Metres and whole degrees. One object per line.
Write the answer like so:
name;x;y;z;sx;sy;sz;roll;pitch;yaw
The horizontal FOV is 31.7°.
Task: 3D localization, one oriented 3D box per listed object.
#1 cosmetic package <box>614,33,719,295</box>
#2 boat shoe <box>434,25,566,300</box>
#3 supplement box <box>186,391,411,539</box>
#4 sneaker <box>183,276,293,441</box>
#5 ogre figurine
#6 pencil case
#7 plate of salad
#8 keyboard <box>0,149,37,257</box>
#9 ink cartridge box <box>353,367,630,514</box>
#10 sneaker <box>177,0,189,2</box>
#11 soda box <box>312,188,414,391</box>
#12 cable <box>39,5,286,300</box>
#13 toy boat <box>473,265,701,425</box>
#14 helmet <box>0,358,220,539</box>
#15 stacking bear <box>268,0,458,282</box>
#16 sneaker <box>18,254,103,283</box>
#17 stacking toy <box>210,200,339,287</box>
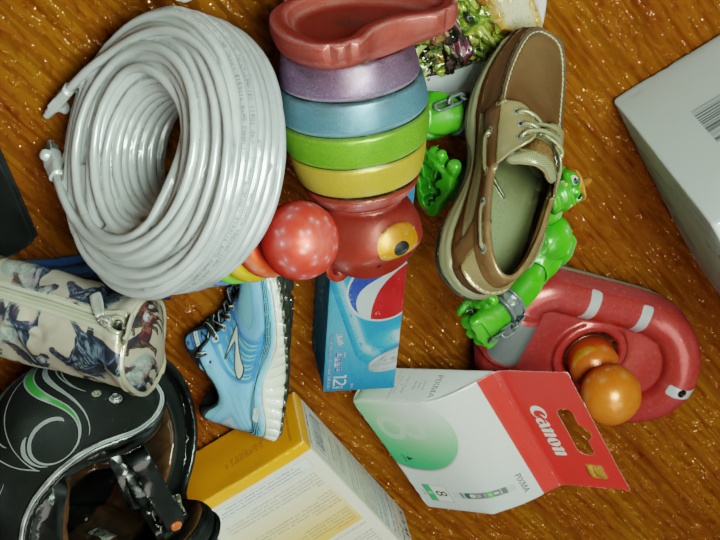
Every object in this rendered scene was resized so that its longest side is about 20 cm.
cosmetic package;0.317;-0.047;0.989;0.123;0.200;0.200;-32;124;9
boat shoe;0.114;-0.075;0.894;0.075;0.074;0.201;18;79;-22
supplement box;-0.054;0.221;1.167;0.126;0.074;0.200;-32;124;9
sneaker;-0.102;0.053;1.043;0.090;0.078;0.201;4;117;-1
ogre figurine;0.108;-0.055;0.983;0.120;0.098;0.201;-29;94;-29
pencil case;-0.239;0.030;0.926;0.199;0.078;0.090;14;148;12
plate of salad;0.043;-0.185;0.930;0.199;0.048;0.201;-6;125;-8
keyboard;-0.331;-0.080;0.938;0.127;0.021;0.201;-19;125;-6
ink cartridge box;0.113;0.153;1.108;0.199;0.050;0.161;0;136;39
sneaker;-0.129;-0.274;0.814;0.104;0.075;0.200;-25;121;12
soda box;0.000;0.000;1.033;0.064;0.068;0.201;-3;124;-10
cable;-0.133;-0.078;0.872;0.069;0.201;0.200;7;144;-45
toy boat;0.204;0.083;1.094;0.199;0.131;0.131;13;120;-20
helmet;-0.213;0.157;1.012;0.199;0.191;0.201;-10;113;-23
stacking bear;0.000;-0.086;0.887;0.121;0.114;0.201;-25;124;-30
sneaker;-0.256;0.036;0.997;0.199;0.079;0.066;-10;127;-4
stacking toy;-0.085;-0.023;0.917;0.085;0.200;0.086;-1;92;-41
